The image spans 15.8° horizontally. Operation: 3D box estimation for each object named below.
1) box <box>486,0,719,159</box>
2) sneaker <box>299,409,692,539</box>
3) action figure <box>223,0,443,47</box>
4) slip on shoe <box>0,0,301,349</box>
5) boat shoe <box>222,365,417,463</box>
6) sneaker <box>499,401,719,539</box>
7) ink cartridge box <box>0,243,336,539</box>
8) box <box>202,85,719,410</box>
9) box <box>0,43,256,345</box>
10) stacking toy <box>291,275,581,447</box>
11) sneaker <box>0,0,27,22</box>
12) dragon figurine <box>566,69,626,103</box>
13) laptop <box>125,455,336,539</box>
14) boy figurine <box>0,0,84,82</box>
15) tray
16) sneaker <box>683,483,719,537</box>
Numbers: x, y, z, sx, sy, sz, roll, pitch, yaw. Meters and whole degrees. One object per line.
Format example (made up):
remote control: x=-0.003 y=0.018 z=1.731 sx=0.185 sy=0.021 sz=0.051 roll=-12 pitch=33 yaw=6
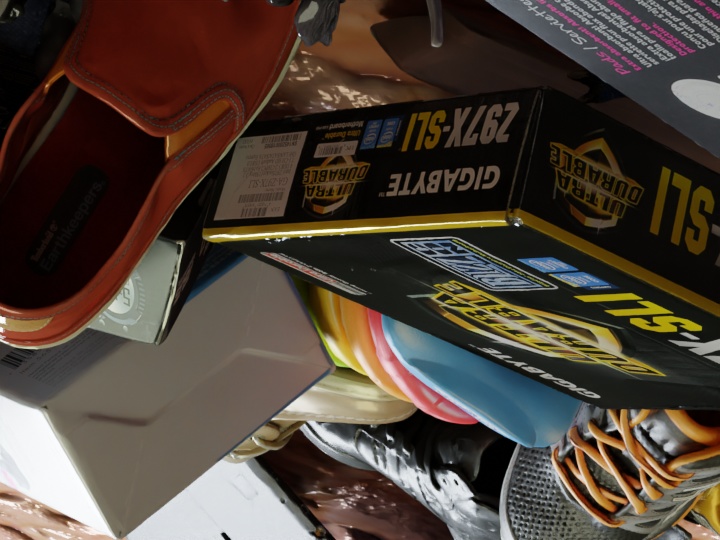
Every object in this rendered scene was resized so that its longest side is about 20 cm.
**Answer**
box: x=0.134 y=-0.105 z=0.715 sx=0.200 sy=0.133 sz=0.115 roll=31 pitch=154 yaw=-26
sneaker: x=0.049 y=0.080 z=1.146 sx=0.200 sy=0.060 sz=0.104 roll=40 pitch=159 yaw=7
action figure: x=-0.044 y=-0.145 z=0.783 sx=0.199 sy=0.102 sz=0.119 roll=27 pitch=154 yaw=15
slip on shoe: x=-0.071 y=-0.062 z=0.857 sx=0.074 sy=0.200 sz=0.061 roll=32 pitch=-179 yaw=0
boat shoe: x=-0.047 y=0.049 z=1.147 sx=0.199 sy=0.072 sz=0.065 roll=8 pitch=110 yaw=39
sneaker: x=0.119 y=0.058 z=1.026 sx=0.078 sy=0.077 sz=0.200 roll=45 pitch=123 yaw=2
ink cartridge box: x=-0.114 y=0.031 z=1.063 sx=0.200 sy=0.115 sz=0.068 roll=15 pitch=137 yaw=57
box: x=0.073 y=-0.001 z=0.882 sx=0.200 sy=0.050 sz=0.159 roll=24 pitch=162 yaw=-36
box: x=-0.148 y=-0.048 z=0.971 sx=0.199 sy=0.160 sz=0.044 roll=16 pitch=114 yaw=1
stacking toy: x=0.000 y=0.000 z=1.055 sx=0.200 sy=0.110 sz=0.116 roll=6 pitch=158 yaw=46
sneaker: x=-0.174 y=-0.059 z=0.861 sx=0.090 sy=0.201 sz=0.066 roll=26 pitch=-173 yaw=12
dragon figurine: x=0.101 y=-0.094 z=0.827 sx=0.200 sy=0.059 sz=0.099 roll=41 pitch=153 yaw=-28
laptop: x=-0.038 y=0.121 z=1.391 sx=0.200 sy=0.103 sz=0.177 roll=48 pitch=147 yaw=-5
boy figurine: x=-0.182 y=-0.133 z=0.917 sx=0.199 sy=0.065 sz=0.124 roll=24 pitch=142 yaw=-12
tray: x=0.102 y=-0.049 z=0.924 sx=0.199 sy=0.022 sz=0.107 roll=22 pitch=-171 yaw=-11
sneaker: x=0.144 y=0.076 z=1.115 sx=0.078 sy=0.082 sz=0.200 roll=30 pitch=152 yaw=-27
